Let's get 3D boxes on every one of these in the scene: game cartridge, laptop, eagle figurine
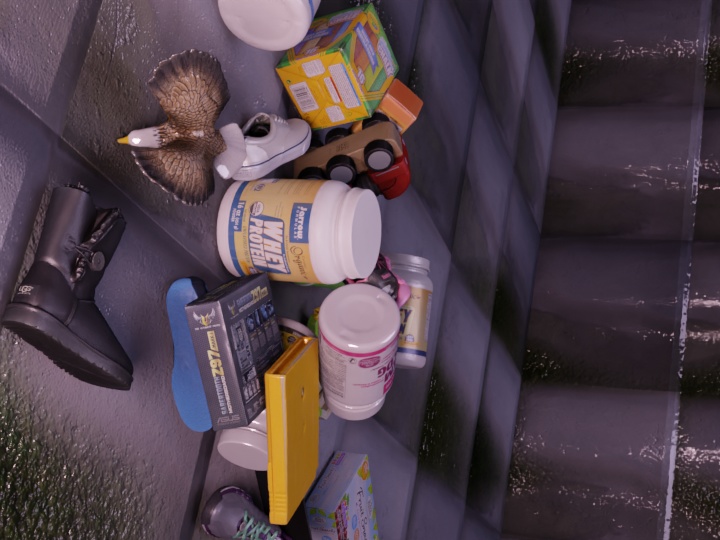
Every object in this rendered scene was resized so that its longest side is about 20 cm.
[{"bbox_3d":[-0.089,0.206,1.432,0.176,0.032,0.201,-46,138,-73],"label":"game cartridge"},{"bbox_3d":[-0.099,0.324,1.643,0.200,0.103,0.178,-67,153,-57],"label":"laptop"},{"bbox_3d":[-0.205,-0.156,1.252,0.151,0.200,0.152,-39,102,-14],"label":"eagle figurine"}]

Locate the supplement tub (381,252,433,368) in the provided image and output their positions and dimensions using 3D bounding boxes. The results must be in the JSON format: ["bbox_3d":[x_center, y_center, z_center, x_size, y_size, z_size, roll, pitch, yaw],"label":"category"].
[{"bbox_3d":[0.058,0.075,2.001,0.144,0.144,0.201,26,68,-68],"label":"supplement tub"}]

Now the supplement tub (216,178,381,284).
[{"bbox_3d":[-0.084,-0.056,1.515,0.145,0.199,0.145,3,90,-69],"label":"supplement tub"}]

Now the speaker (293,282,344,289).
[{"bbox_3d":[-0.059,-0.013,1.756,0.200,0.088,0.089,9,85,-69],"label":"speaker"}]

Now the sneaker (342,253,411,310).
[{"bbox_3d":[0.000,0.000,1.608,0.095,0.200,0.079,35,92,-28],"label":"sneaker"}]

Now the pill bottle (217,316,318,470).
[{"bbox_3d":[-0.133,0.175,1.543,0.113,0.112,0.201,66,33,-51],"label":"pill bottle"}]

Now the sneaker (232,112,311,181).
[{"bbox_3d":[-0.126,-0.194,1.563,0.200,0.073,0.071,-51,143,-58],"label":"sneaker"}]

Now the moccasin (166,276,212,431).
[{"bbox_3d":[-0.200,0.106,1.402,0.068,0.080,0.201,-36,128,-70],"label":"moccasin"}]

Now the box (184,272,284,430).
[{"bbox_3d":[-0.151,0.097,1.373,0.200,0.051,0.158,-43,122,-75],"label":"box"}]

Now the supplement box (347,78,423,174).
[{"bbox_3d":[0.013,-0.216,1.770,0.069,0.200,0.067,40,35,-12],"label":"supplement box"}]

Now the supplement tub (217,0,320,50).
[{"bbox_3d":[-0.107,-0.414,1.499,0.132,0.131,0.201,70,31,-47],"label":"supplement tub"}]

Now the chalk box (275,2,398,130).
[{"bbox_3d":[-0.025,-0.331,1.709,0.125,0.123,0.200,62,35,-31],"label":"chalk box"}]

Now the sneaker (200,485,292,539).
[{"bbox_3d":[-0.151,0.362,1.540,0.075,0.087,0.200,-63,154,-12],"label":"sneaker"}]

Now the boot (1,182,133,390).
[{"bbox_3d":[-0.284,0.020,1.161,0.200,0.076,0.169,52,49,-52],"label":"boot"}]

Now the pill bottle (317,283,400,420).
[{"bbox_3d":[-0.005,0.121,1.542,0.200,0.113,0.114,94,12,-51],"label":"pill bottle"}]

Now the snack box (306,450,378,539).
[{"bbox_3d":[-0.032,0.451,1.925,0.169,0.067,0.201,-52,141,-57],"label":"snack box"}]

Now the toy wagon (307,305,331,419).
[{"bbox_3d":[-0.067,0.149,1.826,0.155,0.039,0.201,-54,142,-56],"label":"toy wagon"}]

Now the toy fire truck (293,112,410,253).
[{"bbox_3d":[0.008,-0.119,1.725,0.129,0.175,0.200,-95,159,-46],"label":"toy fire truck"}]
